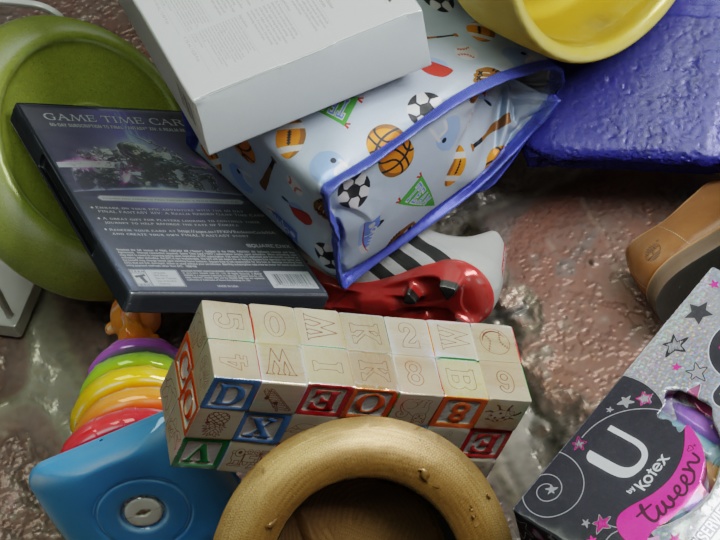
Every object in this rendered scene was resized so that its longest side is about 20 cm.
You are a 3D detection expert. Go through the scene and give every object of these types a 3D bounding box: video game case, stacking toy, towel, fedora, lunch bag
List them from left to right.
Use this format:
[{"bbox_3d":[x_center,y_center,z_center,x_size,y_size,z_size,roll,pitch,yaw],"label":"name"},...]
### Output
[{"bbox_3d":[-0.141,0.084,1.640,0.115,0.110,0.201,-23,39,11],"label":"stacking toy"},{"bbox_3d":[-0.123,-0.041,1.638,0.142,0.019,0.200,1,36,-34],"label":"video game case"},{"bbox_3d":[-0.006,0.177,1.502,0.200,0.202,0.082,-29,16,-8],"label":"fedora"},{"bbox_3d":[0.007,-0.113,1.652,0.200,0.124,0.170,-38,60,-20],"label":"lunch bag"},{"bbox_3d":[0.186,-0.158,1.689,0.147,0.050,0.202,3,73,16],"label":"towel"}]

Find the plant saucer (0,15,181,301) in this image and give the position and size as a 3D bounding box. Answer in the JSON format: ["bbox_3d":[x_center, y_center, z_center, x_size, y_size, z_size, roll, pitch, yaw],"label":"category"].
[{"bbox_3d":[-0.182,-0.080,1.716,0.031,0.200,0.201,-26,36,49],"label":"plant saucer"}]

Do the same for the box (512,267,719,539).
[{"bbox_3d":[0.193,0.122,1.492,0.114,0.133,0.200,28,65,29],"label":"box"}]

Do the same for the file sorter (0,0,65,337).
[{"bbox_3d":[-0.275,-0.079,1.770,0.138,0.125,0.201,7,56,19],"label":"file sorter"}]

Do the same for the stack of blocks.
[{"bbox_3d":[-0.014,0.083,1.532,0.199,0.115,0.059,6,47,-22],"label":"stack of blocks"}]

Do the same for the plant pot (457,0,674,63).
[{"bbox_3d":[0.095,-0.254,1.625,0.188,0.201,0.201,28,64,39],"label":"plant pot"}]

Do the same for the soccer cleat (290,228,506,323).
[{"bbox_3d":[0.000,0.000,1.682,0.199,0.069,0.085,2,34,22],"label":"soccer cleat"}]

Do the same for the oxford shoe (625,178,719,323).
[{"bbox_3d":[0.257,-0.044,1.643,0.199,0.072,0.071,-27,43,-7],"label":"oxford shoe"}]

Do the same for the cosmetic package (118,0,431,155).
[{"bbox_3d":[-0.065,-0.172,1.599,0.150,0.052,0.200,-24,46,-8],"label":"cosmetic package"}]
